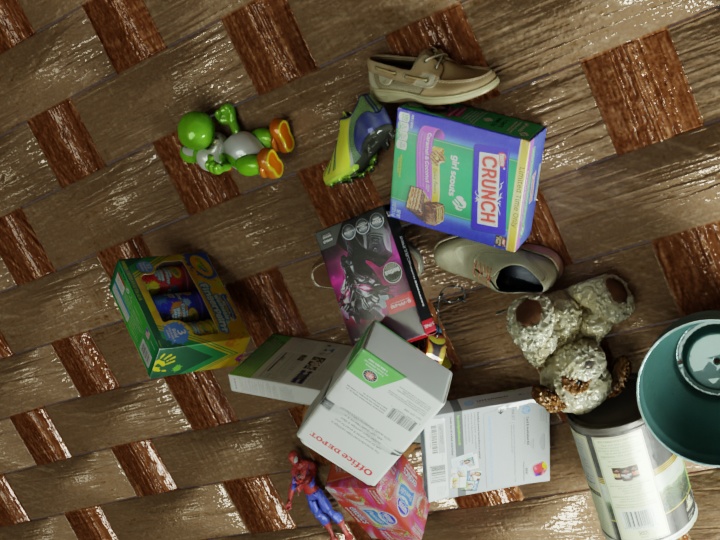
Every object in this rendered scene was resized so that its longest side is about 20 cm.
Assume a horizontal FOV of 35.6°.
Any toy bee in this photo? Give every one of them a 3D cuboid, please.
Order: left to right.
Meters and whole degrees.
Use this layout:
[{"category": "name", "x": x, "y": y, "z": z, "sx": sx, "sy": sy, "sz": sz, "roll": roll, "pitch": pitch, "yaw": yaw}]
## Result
[{"category": "toy bee", "x": 0.087, "y": 0.120, "z": 1.711, "sx": 0.128, "sy": 0.110, "sz": 0.201, "roll": 3, "pitch": 146, "yaw": -10}]

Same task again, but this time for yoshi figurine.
[{"category": "yoshi figurine", "x": -0.209, "y": -0.201, "z": 1.733, "sx": 0.197, "sy": 0.112, "sz": 0.114, "roll": 5, "pitch": 102, "yaw": 31}]

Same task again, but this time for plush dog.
[{"category": "plush dog", "x": 0.288, "y": 0.116, "z": 1.571, "sx": 0.160, "sy": 0.197, "sz": 0.175, "roll": 140, "pitch": 115, "yaw": -67}]

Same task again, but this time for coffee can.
[{"category": "coffee can", "x": 0.389, "y": 0.272, "z": 1.606, "sx": 0.144, "sy": 0.146, "sz": 0.203, "roll": -8, "pitch": 112, "yaw": 33}]

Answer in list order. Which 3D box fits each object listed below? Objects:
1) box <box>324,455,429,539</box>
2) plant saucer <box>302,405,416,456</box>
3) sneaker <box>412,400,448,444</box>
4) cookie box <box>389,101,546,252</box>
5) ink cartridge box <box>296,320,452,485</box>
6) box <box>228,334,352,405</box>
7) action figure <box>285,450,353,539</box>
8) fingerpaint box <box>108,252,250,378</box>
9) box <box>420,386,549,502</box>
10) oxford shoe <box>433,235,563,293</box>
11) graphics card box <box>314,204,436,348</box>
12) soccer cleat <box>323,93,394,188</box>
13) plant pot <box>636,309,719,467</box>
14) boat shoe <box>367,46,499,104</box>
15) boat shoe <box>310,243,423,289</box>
[{"category": "box", "x": 0.033, "y": 0.361, "z": 1.844, "sx": 0.098, "sy": 0.097, "sz": 0.201, "roll": -2, "pitch": 143, "yaw": 27}, {"category": "plant saucer", "x": -0.004, "y": 0.270, "z": 1.848, "sx": 0.197, "sy": 0.038, "sz": 0.201, "roll": 12, "pitch": 146, "yaw": 8}, {"category": "sneaker", "x": 0.110, "y": 0.218, "z": 1.750, "sx": 0.196, "sy": 0.070, "sz": 0.095, "roll": 5, "pitch": 105, "yaw": -12}, {"category": "cookie box", "x": 0.147, "y": -0.138, "z": 1.569, "sx": 0.197, "sy": 0.075, "sz": 0.174, "roll": 17, "pitch": 122, "yaw": 21}, {"category": "ink cartridge box", "x": 0.018, "y": 0.196, "z": 1.638, "sx": 0.145, "sy": 0.084, "sz": 0.201, "roll": 34, "pitch": 122, "yaw": -6}, {"category": "box", "x": -0.097, "y": 0.163, "z": 1.833, "sx": 0.197, "sy": 0.144, "sz": 0.037, "roll": 8, "pitch": 119, "yaw": 27}, {"category": "action figure", "x": -0.091, "y": 0.422, "z": 2.005, "sx": 0.065, "sy": 0.099, "sz": 0.203, "roll": -17, "pitch": 104, "yaw": 34}, {"category": "fingerpaint box", "x": -0.297, "y": 0.068, "z": 1.835, "sx": 0.201, "sy": 0.165, "sz": 0.074, "roll": 58, "pitch": 137, "yaw": 33}, {"category": "box", "x": 0.191, "y": 0.266, "z": 1.717, "sx": 0.196, "sy": 0.041, "sz": 0.158, "roll": -9, "pitch": 116, "yaw": -6}, {"category": "oxford shoe", "x": 0.189, "y": -0.009, "z": 1.615, "sx": 0.197, "sy": 0.074, "sz": 0.072, "roll": 7, "pitch": 119, "yaw": 27}, {"category": "graphics card box", "x": 0.022, "y": 0.017, "z": 1.656, "sx": 0.124, "sy": 0.051, "sz": 0.203, "roll": -19, "pitch": 87, "yaw": 26}, {"category": "soccer cleat", "x": -0.009, "y": -0.187, "z": 1.630, "sx": 0.085, "sy": 0.064, "sz": 0.200, "roll": 64, "pitch": 151, "yaw": 11}, {"category": "plant pot", "x": 0.471, "y": 0.137, "z": 1.481, "sx": 0.197, "sy": 0.134, "sz": 0.204, "roll": 6, "pitch": 110, "yaw": 17}, {"category": "boat shoe", "x": 0.094, "y": -0.268, "z": 1.532, "sx": 0.197, "sy": 0.071, "sz": 0.066, "roll": 3, "pitch": 118, "yaw": 30}, {"category": "boat shoe", "x": 0.000, "y": 0.000, "z": 1.733, "sx": 0.197, "sy": 0.072, "sz": 0.077, "roll": -9, "pitch": 111, "yaw": 34}]
